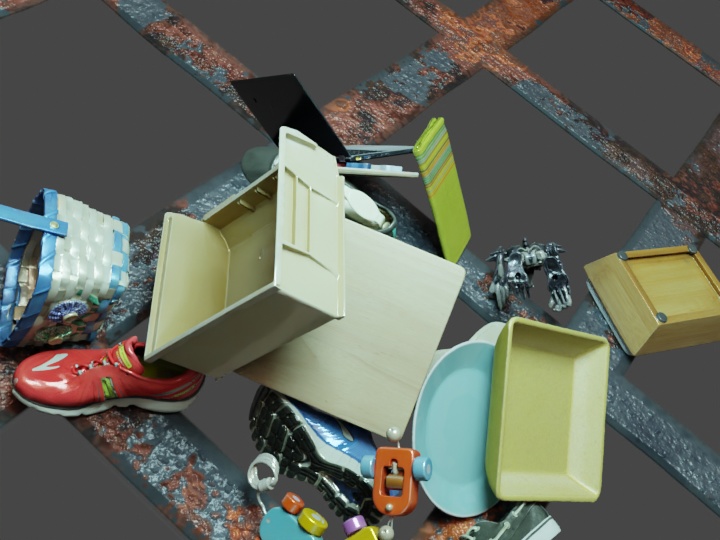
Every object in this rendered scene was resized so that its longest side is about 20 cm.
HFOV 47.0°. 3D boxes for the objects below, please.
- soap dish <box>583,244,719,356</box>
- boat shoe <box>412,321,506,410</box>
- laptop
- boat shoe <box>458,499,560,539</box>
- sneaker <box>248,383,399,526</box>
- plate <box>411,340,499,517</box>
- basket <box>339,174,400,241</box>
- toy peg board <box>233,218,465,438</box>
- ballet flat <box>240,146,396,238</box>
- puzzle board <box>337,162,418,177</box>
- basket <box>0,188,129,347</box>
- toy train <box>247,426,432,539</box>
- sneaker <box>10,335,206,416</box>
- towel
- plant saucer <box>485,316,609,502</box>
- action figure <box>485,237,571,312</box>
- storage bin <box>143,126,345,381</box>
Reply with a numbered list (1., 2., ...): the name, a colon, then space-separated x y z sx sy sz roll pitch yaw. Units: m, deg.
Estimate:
1. soap dish: 0.453 0.039 1.239 0.198 0.081 0.158 -6 56 -26
2. boat shoe: 0.124 0.129 1.032 0.199 0.060 0.072 -25 56 -38
3. laptop: -0.045 -0.210 1.129 0.199 0.117 0.187 -12 15 -32
4. boat shoe: 0.137 0.307 0.896 0.199 0.071 0.064 -20 64 -44
5. sneaker: -0.039 0.194 0.911 0.200 0.079 0.089 39 25 17
6. plate: 0.124 0.181 0.957 0.199 0.025 0.202 1 88 -40
7. basket: 0.000 0.000 1.036 0.200 0.136 0.180 47 22 8
8. toy peg board: -0.013 0.059 0.935 0.198 0.098 0.201 22 81 2
9. ballet flat: -0.041 -0.092 0.941 0.199 0.068 0.068 29 65 -6
10. puzzle board: -0.033 -0.136 1.112 0.149 0.200 0.018 0 97 -24
11. basket: -0.348 -0.004 0.853 0.199 0.176 0.140 15 51 -27
12. toy train: -0.017 0.238 0.824 0.056 0.198 0.152 31 55 -58
13. sneaker: -0.260 0.100 0.870 0.198 0.085 0.077 1 52 -24
14. towel: 0.114 -0.104 1.148 0.018 0.201 0.086 5 41 32
15. plant saucer: 0.216 0.167 0.984 0.199 0.048 0.202 14 79 -39
16. action figure: 0.235 0.009 1.154 0.118 0.103 0.200 -2 7 8
17. storage bin: -0.115 -0.016 0.847 0.093 0.199 0.200 28 47 -38
